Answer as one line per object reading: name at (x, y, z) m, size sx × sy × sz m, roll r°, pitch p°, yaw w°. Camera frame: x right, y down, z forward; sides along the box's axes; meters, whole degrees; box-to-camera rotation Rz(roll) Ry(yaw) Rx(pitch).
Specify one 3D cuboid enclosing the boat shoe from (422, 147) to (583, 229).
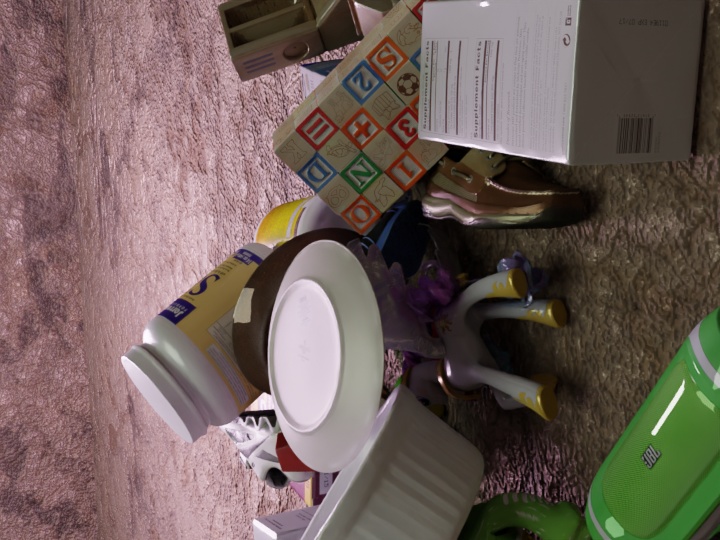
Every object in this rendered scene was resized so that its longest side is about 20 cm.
boat shoe at (0.112, -0.076, 0.822) m, size 0.199 × 0.075 × 0.075 m, roll 16°, pitch 106°, yaw 61°

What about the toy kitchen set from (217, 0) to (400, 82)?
toy kitchen set at (-0.059, -0.265, 0.931) m, size 0.200 × 0.178 × 0.165 m, roll 66°, pitch -174°, yaw -65°

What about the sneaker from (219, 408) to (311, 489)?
sneaker at (-0.112, 0.204, 1.097) m, size 0.199 × 0.073 × 0.090 m, roll -10°, pitch 84°, yaw 63°

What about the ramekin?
ramekin at (0.022, 0.208, 0.814) m, size 0.097 × 0.201 × 0.201 m, roll 31°, pitch 139°, yaw 2°

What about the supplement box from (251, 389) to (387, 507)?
supplement box at (-0.056, 0.184, 1.176) m, size 0.199 × 0.102 × 0.133 m, roll 25°, pitch 118°, yaw 60°

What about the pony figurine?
pony figurine at (0.083, 0.049, 0.850) m, size 0.199 × 0.165 × 0.196 m, roll -14°, pitch 91°, yaw 48°

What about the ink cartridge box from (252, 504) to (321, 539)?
ink cartridge box at (-0.001, 0.316, 0.989) m, size 0.084 × 0.197 × 0.147 m, roll 177°, pitch 88°, yaw -67°

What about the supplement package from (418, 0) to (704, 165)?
supplement package at (0.139, -0.145, 0.710) m, size 0.199 × 0.112 × 0.111 m, roll 25°, pitch 117°, yaw 61°

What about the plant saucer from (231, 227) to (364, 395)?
plant saucer at (-0.041, 0.055, 1.015) m, size 0.034 × 0.198 × 0.203 m, roll 38°, pitch 128°, yaw 50°

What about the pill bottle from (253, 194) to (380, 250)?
pill bottle at (-0.059, -0.031, 1.133) m, size 0.199 × 0.108 × 0.111 m, roll -4°, pitch 92°, yaw 63°

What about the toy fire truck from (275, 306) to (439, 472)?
toy fire truck at (0.000, 0.117, 0.974) m, size 0.049 × 0.197 × 0.143 m, roll -99°, pitch -4°, yaw -80°

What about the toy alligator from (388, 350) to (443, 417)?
toy alligator at (0.052, 0.153, 1.008) m, size 0.202 × 0.054 × 0.060 m, roll 67°, pitch 148°, yaw 31°

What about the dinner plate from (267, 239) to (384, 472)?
dinner plate at (-0.041, 0.074, 0.833) m, size 0.199 × 0.024 × 0.204 m, roll -10°, pitch 78°, yaw 57°

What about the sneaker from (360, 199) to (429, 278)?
sneaker at (0.000, 0.000, 0.937) m, size 0.077 × 0.201 × 0.071 m, roll 1°, pitch 130°, yaw 33°

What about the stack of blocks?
stack of blocks at (0.028, -0.146, 0.859) m, size 0.200 × 0.115 × 0.059 m, roll -44°, pitch 22°, yaw 13°

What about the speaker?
speaker at (0.221, 0.116, 0.630) m, size 0.089 × 0.087 × 0.202 m, roll 60°, pitch 145°, yaw 39°

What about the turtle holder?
turtle holder at (0.117, 0.274, 0.833) m, size 0.187 × 0.131 × 0.141 m, roll -57°, pitch -3°, yaw -9°

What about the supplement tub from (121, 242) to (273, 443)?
supplement tub at (-0.153, 0.081, 1.076) m, size 0.145 × 0.200 × 0.146 m, roll 40°, pitch 156°, yaw 22°

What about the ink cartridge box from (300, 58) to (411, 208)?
ink cartridge box at (-0.012, -0.150, 1.007) m, size 0.200 × 0.075 × 0.139 m, roll -134°, pitch 36°, yaw -68°
